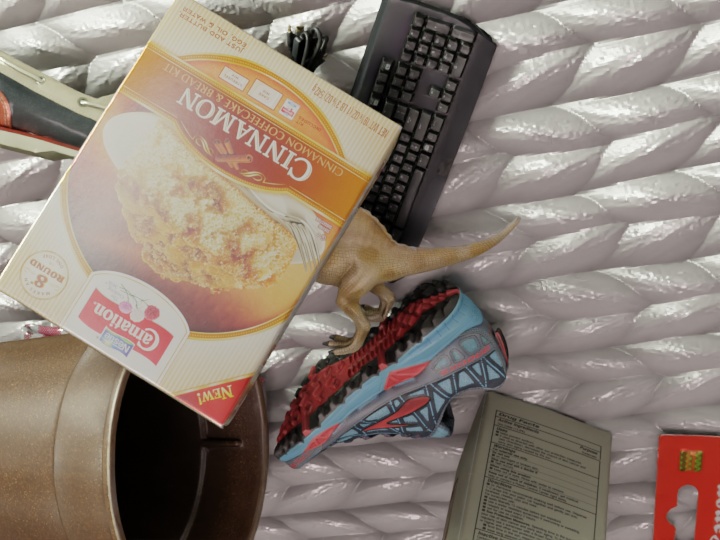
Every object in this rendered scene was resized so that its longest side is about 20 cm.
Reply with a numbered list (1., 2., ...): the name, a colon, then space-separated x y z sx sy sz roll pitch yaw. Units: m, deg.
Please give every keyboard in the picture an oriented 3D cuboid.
1. keyboard: -0.001 -0.086 0.817 0.126 0.021 0.201 20 125 0

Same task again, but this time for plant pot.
1. plant pot: -0.195 0.126 0.884 0.197 0.201 0.201 -3 123 25

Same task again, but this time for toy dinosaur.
1. toy dinosaur: 0.000 0.000 0.831 0.198 0.058 0.102 8 125 1

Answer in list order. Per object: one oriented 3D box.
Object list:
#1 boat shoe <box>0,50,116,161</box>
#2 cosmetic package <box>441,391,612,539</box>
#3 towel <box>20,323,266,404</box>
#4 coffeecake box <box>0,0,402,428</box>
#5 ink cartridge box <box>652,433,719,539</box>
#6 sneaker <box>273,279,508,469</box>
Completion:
1. boat shoe: -0.161 -0.094 0.826 0.199 0.071 0.063 14 87 -2
2. cosmetic package: 0.107 0.189 0.862 0.103 0.200 0.088 19 127 3
3. towel: -0.171 0.120 0.990 0.198 0.030 0.147 11 124 7
4. coffeecake box: -0.092 -0.033 0.752 0.153 0.073 0.201 31 83 0
5. ink cartridge box: 0.311 0.195 0.907 0.198 0.050 0.163 1 123 10
6. sneaker: 0.021 0.097 0.897 0.095 0.080 0.200 42 123 -17
